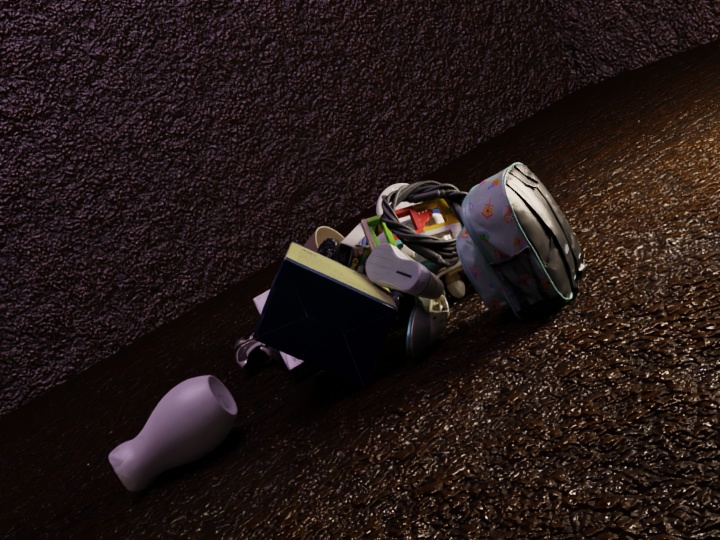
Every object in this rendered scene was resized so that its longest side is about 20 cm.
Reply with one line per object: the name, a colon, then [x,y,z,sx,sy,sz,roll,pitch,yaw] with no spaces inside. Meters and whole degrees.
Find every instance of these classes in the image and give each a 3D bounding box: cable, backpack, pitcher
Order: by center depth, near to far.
backpack: [0.230,-0.048,0.976,0.151,0.204,0.176,-19,13,36]
pitcher: [-0.302,0.270,1.108,0.198,0.122,0.172,-38,-6,3]
cable: [0.128,-0.103,1.196,0.164,0.197,0.051,-52,-19,-25]

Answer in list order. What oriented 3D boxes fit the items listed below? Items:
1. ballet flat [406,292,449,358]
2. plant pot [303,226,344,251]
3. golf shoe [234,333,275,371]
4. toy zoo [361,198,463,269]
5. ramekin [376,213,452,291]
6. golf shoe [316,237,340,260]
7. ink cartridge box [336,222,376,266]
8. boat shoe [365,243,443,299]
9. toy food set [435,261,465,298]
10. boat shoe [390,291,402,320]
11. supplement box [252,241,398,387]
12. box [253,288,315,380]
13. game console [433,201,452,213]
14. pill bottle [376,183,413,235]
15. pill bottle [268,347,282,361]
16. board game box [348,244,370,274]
ballet flat: [0.113,0.075,1.063,0.062,0.069,0.201,0,24,10]
plant pot: [-0.114,0.025,1.651,0.199,0.189,0.187,-38,5,25]
golf shoe: [-0.182,0.162,1.440,0.197,0.079,0.095,-30,28,-3]
toy zoo: [0.112,-0.064,1.215,0.195,0.134,0.021,-17,-29,-9]
ramekin: [0.112,-0.037,1.320,0.197,0.097,0.203,-18,-14,-5]
golf shoe: [-0.055,0.010,1.476,0.092,0.204,0.078,-13,41,-29]
ink cartridge box: [-0.010,-0.038,1.378,0.036,0.097,0.200,17,22,12]
boat shoe: [0.068,0.009,1.090,0.073,0.061,0.200,-58,27,1]
toy food set: [0.223,-0.003,1.215,0.196,0.062,0.143,-25,-1,7]
boat shoe: [0.036,0.074,1.298,0.088,0.073,0.200,7,-4,4]
supplement box: [-0.058,0.065,1.086,0.200,0.196,0.137,-107,42,-79]
box: [-0.107,0.095,1.286,0.153,0.042,0.201,-29,51,-10]
game console: [0.146,-0.077,1.590,0.115,0.176,0.200,-2,4,-16]
pill bottle: [0.093,-0.101,1.463,0.109,0.113,0.201,-28,-20,-5]
pill bottle: [-0.109,0.108,1.372,0.197,0.106,0.104,-30,11,-12]
board game box: [0.000,0.000,1.339,0.023,0.108,0.200,16,5,9]
